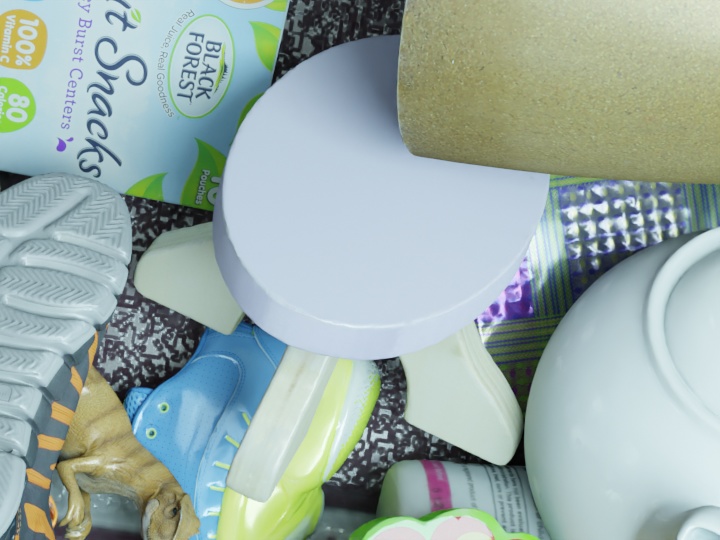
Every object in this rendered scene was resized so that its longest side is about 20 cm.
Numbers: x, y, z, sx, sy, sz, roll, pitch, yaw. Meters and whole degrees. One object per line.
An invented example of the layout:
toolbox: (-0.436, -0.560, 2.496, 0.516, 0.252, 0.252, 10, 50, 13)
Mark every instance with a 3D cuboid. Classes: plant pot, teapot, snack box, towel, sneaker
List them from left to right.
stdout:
sneaker: (-0.148, 0.059, 0.865, 0.078, 0.112, 0.200, 16, 55, 7)
snack box: (-0.136, -0.113, 0.923, 0.200, 0.053, 0.142, 11, 121, -7)
sneaker: (-0.073, 0.111, 0.952, 0.105, 0.076, 0.200, 24, 78, 7)
towel: (0.106, -0.035, 0.996, 0.143, 0.023, 0.200, -9, 90, -8)
plant pot: (0.139, -0.109, 0.807, 0.200, 0.186, 0.187, 16, 86, 13)
teapot: (0.168, 0.048, 0.864, 0.197, 0.146, 0.200, -11, 53, -19)

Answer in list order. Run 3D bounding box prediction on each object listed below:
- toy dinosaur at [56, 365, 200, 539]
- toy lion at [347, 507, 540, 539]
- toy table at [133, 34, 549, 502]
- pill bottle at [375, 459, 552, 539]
toy dinosaur: (-0.140, 0.054, 0.933, 0.106, 0.060, 0.200, -39, 75, 11)
toy lion: (0.015, 0.201, 0.844, 0.192, 0.069, 0.200, -9, 85, -15)
toy table: (0.000, 0.000, 0.891, 0.184, 0.117, 0.200, 33, 42, 15)
pill bottle: (0.109, 0.145, 0.943, 0.200, 0.113, 0.113, 3, 88, -7)
